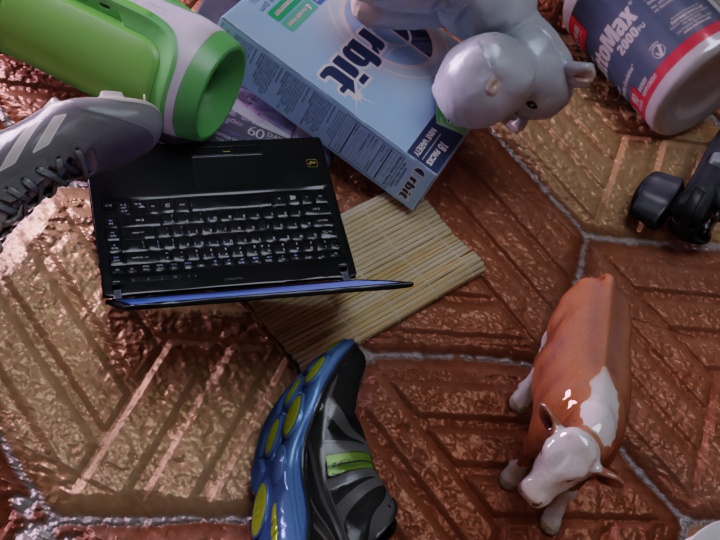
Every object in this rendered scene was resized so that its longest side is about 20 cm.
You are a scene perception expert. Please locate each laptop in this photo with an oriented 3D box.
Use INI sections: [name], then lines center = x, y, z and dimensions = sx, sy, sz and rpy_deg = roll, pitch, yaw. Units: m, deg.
[laptop]
center = -0.081, -0.037, 0.832
dimensions = 0.175, 0.104, 0.202
rpy_deg = -4, 56, -17

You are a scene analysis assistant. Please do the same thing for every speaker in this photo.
[speaker]
center = -0.184, -0.168, 0.913
dimensions = 0.198, 0.089, 0.089
rpy_deg = 27, 44, 11

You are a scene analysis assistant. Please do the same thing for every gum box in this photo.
[gum box]
center = 0.001, -0.161, 1.012
dimensions = 0.199, 0.045, 0.170
rpy_deg = 37, 42, 0

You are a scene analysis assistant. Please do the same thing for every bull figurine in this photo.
[bull figurine]
center = 0.135, 0.091, 0.824
dimensions = 0.064, 0.122, 0.201
rpy_deg = 26, 45, 0

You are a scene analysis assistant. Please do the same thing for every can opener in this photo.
[can opener]
center = 0.302, -0.088, 1.100
dimensions = 0.078, 0.064, 0.200
rpy_deg = 38, 46, 11

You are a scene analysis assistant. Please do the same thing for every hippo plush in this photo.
[hippo plush]
center = 0.091, -0.182, 0.983
dimensions = 0.198, 0.159, 0.163
rpy_deg = -19, 89, -37

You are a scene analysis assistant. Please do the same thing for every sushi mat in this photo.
[sushi mat]
center = 0.000, 0.000, 0.918
dimensions = 0.199, 0.012, 0.096
rpy_deg = -28, 66, -39

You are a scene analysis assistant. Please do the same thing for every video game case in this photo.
[video game case]
center = -0.080, -0.138, 0.999
dimensions = 0.141, 0.019, 0.202
rpy_deg = 22, 46, -6

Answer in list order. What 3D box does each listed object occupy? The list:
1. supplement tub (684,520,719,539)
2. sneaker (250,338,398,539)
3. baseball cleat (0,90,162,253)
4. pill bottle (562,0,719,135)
[supplement tub]
center = 0.166, 0.231, 0.661
dimensions = 0.142, 0.201, 0.146
rpy_deg = 12, 47, -14
[sneaker]
center = -0.019, 0.131, 0.765
dimensions = 0.082, 0.071, 0.202
rpy_deg = 25, 45, -22
[baseball cleat]
center = -0.217, -0.050, 0.812
dimensions = 0.197, 0.070, 0.108
rpy_deg = -13, 62, -5
[pill bottle]
center = 0.254, -0.233, 1.166
dimensions = 0.118, 0.120, 0.201
rpy_deg = -16, 59, -35
